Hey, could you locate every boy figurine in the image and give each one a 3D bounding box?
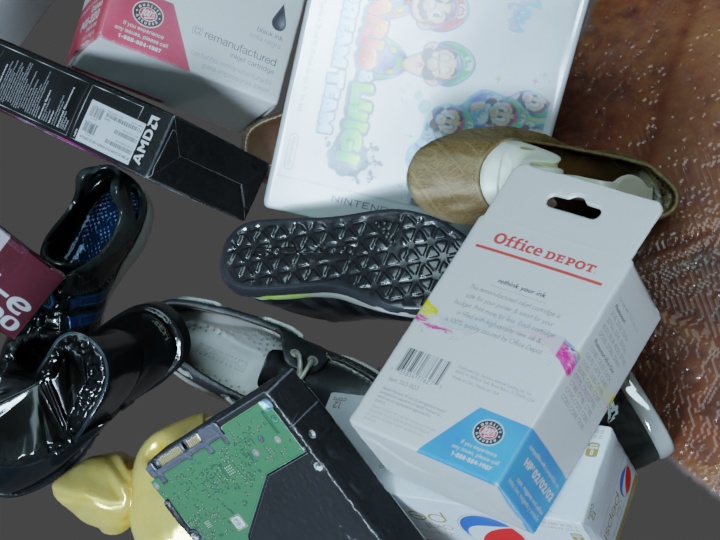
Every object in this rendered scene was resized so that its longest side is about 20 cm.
[{"bbox_3d":[-0.111,0.159,1.180,0.199,0.064,0.125,-3,92,16],"label":"boy figurine"}]

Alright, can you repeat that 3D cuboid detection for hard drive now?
[{"bbox_3d":[-0.032,0.171,1.088,0.140,0.038,0.200,-35,96,40],"label":"hard drive"}]

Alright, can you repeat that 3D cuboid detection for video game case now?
[{"bbox_3d":[0.042,-0.116,1.176,0.182,0.024,0.200,13,110,-1],"label":"video game case"}]

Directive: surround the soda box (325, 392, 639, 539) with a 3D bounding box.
[{"bbox_3d":[0.066,0.130,1.084,0.200,0.064,0.068,4,58,31],"label":"soda box"}]

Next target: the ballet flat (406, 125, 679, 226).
[{"bbox_3d":[0.128,-0.055,1.135,0.072,0.200,0.068,11,94,59],"label":"ballet flat"}]

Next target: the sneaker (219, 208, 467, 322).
[{"bbox_3d":[0.000,0.000,1.198,0.200,0.083,0.072,7,74,22],"label":"sneaker"}]

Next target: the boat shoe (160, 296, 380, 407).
[{"bbox_3d":[-0.059,0.070,1.201,0.200,0.060,0.074,25,79,21],"label":"boat shoe"}]

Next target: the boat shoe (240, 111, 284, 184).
[{"bbox_3d":[0.007,-0.103,1.240,0.199,0.072,0.076,-7,69,12],"label":"boat shoe"}]

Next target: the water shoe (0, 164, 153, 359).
[{"bbox_3d":[-0.219,0.016,1.252,0.071,0.079,0.200,17,76,20],"label":"water shoe"}]

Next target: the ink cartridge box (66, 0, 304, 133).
[{"bbox_3d":[-0.113,-0.224,1.275,0.145,0.085,0.200,20,71,-20],"label":"ink cartridge box"}]

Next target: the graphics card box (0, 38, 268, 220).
[{"bbox_3d":[-0.177,-0.103,1.240,0.200,0.125,0.051,24,89,31],"label":"graphics card box"}]

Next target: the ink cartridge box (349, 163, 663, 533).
[{"bbox_3d":[0.098,0.042,1.043,0.115,0.068,0.200,20,68,38],"label":"ink cartridge box"}]

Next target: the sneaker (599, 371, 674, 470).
[{"bbox_3d":[0.111,0.062,1.148,0.099,0.071,0.200,-33,75,-3],"label":"sneaker"}]

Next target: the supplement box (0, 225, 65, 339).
[{"bbox_3d":[-0.298,-0.028,1.224,0.061,0.109,0.200,-53,33,-8],"label":"supplement box"}]

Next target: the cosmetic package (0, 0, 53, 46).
[{"bbox_3d":[-0.272,-0.259,1.355,0.074,0.102,0.200,32,80,23],"label":"cosmetic package"}]

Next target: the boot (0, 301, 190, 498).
[{"bbox_3d":[-0.216,0.095,1.138,0.200,0.168,0.077,-36,86,17],"label":"boot"}]
